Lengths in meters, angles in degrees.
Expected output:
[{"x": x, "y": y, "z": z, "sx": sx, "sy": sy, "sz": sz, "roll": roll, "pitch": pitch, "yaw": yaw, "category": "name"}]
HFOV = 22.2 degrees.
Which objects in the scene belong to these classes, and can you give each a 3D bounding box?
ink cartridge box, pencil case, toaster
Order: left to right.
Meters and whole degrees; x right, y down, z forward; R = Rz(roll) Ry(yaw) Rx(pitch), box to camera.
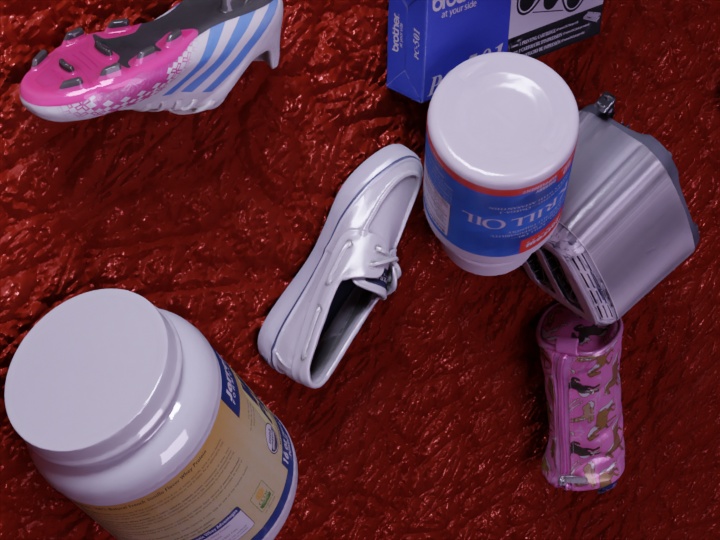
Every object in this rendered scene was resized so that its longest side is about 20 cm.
[{"x": 0.107, "y": -0.204, "z": 1.407, "sx": 0.200, "sy": 0.044, "sz": 0.094, "roll": -24, "pitch": 130, "yaw": -35, "category": "ink cartridge box"}, {"x": 0.206, "y": 0.118, "z": 1.713, "sx": 0.083, "sy": 0.087, "sz": 0.200, "roll": -11, "pitch": 129, "yaw": -5, "category": "pencil case"}, {"x": 0.202, "y": -0.046, "z": 1.567, "sx": 0.129, "sy": 0.114, "sz": 0.200, "roll": -46, "pitch": 144, "yaw": -11, "category": "toaster"}]

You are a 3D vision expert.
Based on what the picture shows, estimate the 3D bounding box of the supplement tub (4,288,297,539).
[{"x": -0.143, "y": 0.114, "z": 1.273, "sx": 0.144, "sy": 0.144, "sz": 0.200, "roll": -49, "pitch": 142, "yaw": -11, "category": "supplement tub"}]

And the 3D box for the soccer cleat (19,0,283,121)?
[{"x": -0.126, "y": -0.126, "z": 1.184, "sx": 0.200, "sy": 0.070, "sz": 0.086, "roll": -31, "pitch": 135, "yaw": -30, "category": "soccer cleat"}]

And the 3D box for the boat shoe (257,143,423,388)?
[{"x": 0.000, "y": 0.000, "z": 1.414, "sx": 0.074, "sy": 0.065, "sz": 0.200, "roll": 24, "pitch": 96, "yaw": -52, "category": "boat shoe"}]

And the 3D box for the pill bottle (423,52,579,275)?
[{"x": 0.104, "y": -0.072, "z": 1.408, "sx": 0.112, "sy": 0.112, "sz": 0.200, "roll": -45, "pitch": 163, "yaw": -16, "category": "pill bottle"}]
